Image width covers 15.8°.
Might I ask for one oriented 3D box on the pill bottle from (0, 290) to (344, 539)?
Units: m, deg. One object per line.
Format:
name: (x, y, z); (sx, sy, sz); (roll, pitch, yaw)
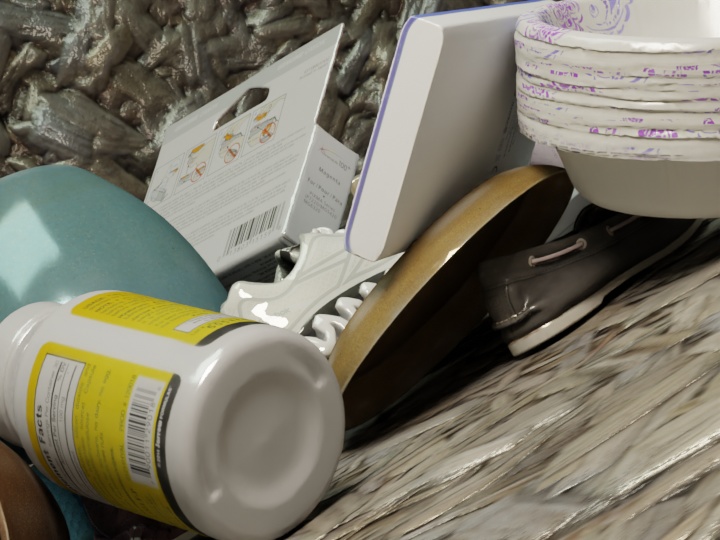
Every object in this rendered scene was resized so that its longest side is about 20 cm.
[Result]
pill bottle: (-0.111, 0.070, 1.348); (0.111, 0.112, 0.199); (-32, 29, -34)

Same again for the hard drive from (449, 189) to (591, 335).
hard drive: (0.101, -0.011, 1.632); (0.200, 0.026, 0.132); (-41, 1, 16)

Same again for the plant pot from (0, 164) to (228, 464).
plant pot: (-0.185, 0.016, 1.567); (0.199, 0.135, 0.200); (-21, -18, -7)

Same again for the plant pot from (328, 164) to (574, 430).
plant pot: (0.045, 0.010, 1.478); (0.200, 0.027, 0.200); (-44, -14, -14)

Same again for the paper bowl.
paper bowl: (0.185, -0.091, 1.416); (0.199, 0.105, 0.201); (-3, 13, 1)

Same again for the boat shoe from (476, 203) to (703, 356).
boat shoe: (0.136, -0.017, 1.494); (0.067, 0.057, 0.200); (-26, 6, 43)

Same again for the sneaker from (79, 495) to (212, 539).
sneaker: (-0.124, 0.103, 1.457); (0.076, 0.116, 0.200); (-32, 4, -33)

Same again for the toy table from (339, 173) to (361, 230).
toy table: (0.028, -0.015, 1.834); (0.199, 0.118, 0.184); (-30, 4, -18)

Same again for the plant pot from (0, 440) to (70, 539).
plant pot: (-0.231, 0.152, 1.366); (0.186, 0.188, 0.200); (-29, -10, 13)

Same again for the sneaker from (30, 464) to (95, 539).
sneaker: (-0.210, 0.167, 1.584); (0.130, 0.080, 0.200); (-37, -10, 32)

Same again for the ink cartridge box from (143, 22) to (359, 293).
ink cartridge box: (-0.078, -0.048, 1.674); (0.200, 0.043, 0.174); (-26, 38, 45)

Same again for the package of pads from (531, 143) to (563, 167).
package of pads: (0.162, -0.115, 1.763); (0.199, 0.076, 0.120); (17, 35, 35)

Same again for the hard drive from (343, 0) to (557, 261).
hard drive: (0.058, -0.083, 1.450); (0.200, 0.025, 0.133); (-19, -52, -64)

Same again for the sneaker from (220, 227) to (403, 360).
sneaker: (0.000, 0.000, 1.536); (0.200, 0.081, 0.075); (-35, -19, -38)
